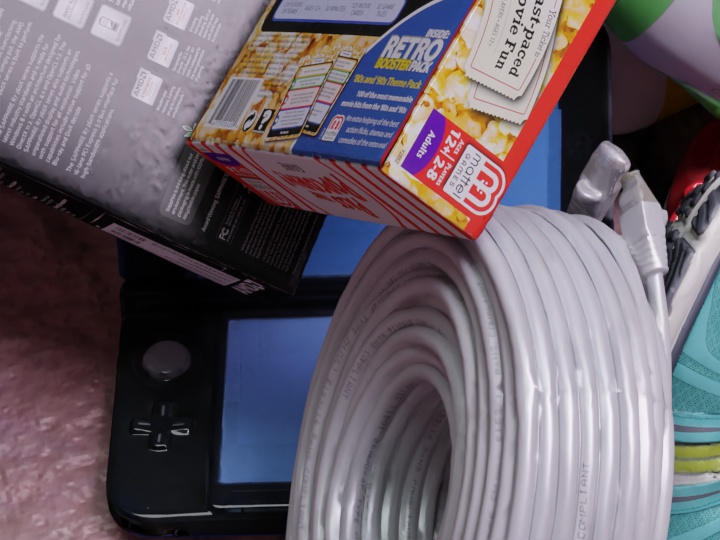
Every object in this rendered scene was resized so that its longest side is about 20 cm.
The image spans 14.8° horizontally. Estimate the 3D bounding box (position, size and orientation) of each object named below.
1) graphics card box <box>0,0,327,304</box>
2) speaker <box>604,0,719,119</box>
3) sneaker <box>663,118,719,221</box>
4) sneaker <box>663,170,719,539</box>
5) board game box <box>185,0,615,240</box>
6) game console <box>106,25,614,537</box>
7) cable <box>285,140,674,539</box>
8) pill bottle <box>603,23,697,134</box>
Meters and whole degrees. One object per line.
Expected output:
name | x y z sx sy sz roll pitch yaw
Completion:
graphics card box | -0.094 -0.084 1.023 0.199 0.051 0.126 23 79 -11
speaker | 0.192 -0.079 1.088 0.200 0.088 0.089 32 48 -12
sneaker | 0.152 -0.011 1.063 0.078 0.116 0.201 0 48 3
sneaker | 0.119 0.064 0.964 0.079 0.201 0.078 9 12 -1
board game box | 0.036 -0.112 0.950 0.200 0.046 0.151 -60 27 -9
game console | 0.000 0.000 1.063 0.199 0.119 0.171 -2 46 3
cable | 0.036 0.076 0.933 0.069 0.200 0.201 12 51 -22
pill bottle | 0.130 -0.126 1.177 0.199 0.113 0.113 -25 49 -18
